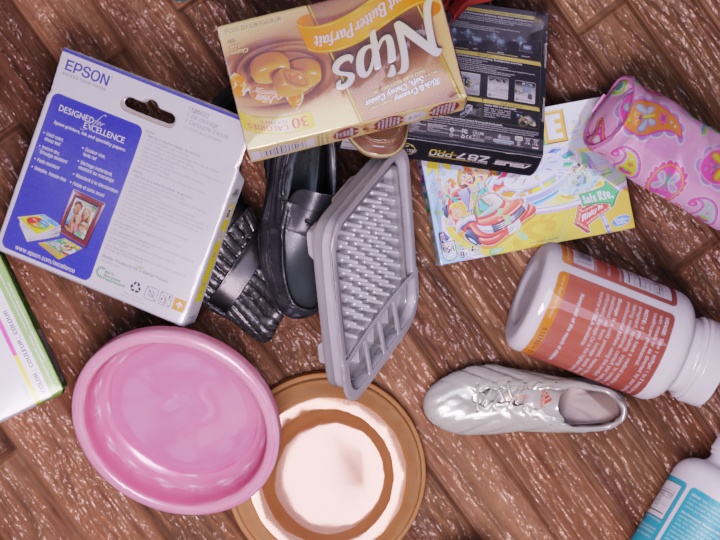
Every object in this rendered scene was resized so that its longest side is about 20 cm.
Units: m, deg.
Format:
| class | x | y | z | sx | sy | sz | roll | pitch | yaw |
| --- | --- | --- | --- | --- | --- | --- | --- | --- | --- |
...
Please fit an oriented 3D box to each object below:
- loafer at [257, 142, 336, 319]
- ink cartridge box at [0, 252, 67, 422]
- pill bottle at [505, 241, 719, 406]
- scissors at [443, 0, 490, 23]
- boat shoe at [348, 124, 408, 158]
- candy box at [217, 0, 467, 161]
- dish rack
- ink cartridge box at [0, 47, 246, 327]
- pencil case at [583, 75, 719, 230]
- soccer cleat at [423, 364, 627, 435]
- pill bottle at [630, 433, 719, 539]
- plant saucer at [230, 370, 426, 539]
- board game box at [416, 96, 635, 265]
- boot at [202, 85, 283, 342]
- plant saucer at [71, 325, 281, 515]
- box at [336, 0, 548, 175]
| class | x | y | z | sx | sy | sz | roll | pitch | yaw |
| --- | --- | --- | --- | --- | --- | --- | --- | --- | --- |
| loafer | -0.053 | -0.057 | 1.488 | 0.068 | 0.070 | 0.202 | 7 | 78 | -38 |
| ink cartridge box | -0.396 | 0.090 | 1.511 | 0.199 | 0.076 | 0.148 | -26 | 92 | -7 |
| pill bottle | 0.250 | 0.057 | 1.564 | 0.199 | 0.112 | 0.113 | 22 | 88 | -6 |
| scissors | 0.073 | -0.242 | 1.535 | 0.073 | 0.014 | 0.200 | 29 | 51 | 11 |
| boat shoe | 0.010 | -0.201 | 1.485 | 0.072 | 0.068 | 0.201 | -1 | 66 | -7 |
| candy box | -0.016 | -0.178 | 1.422 | 0.199 | 0.055 | 0.116 | -14 | 83 | -3 |
| dish rack | 0.000 | 0.000 | 1.497 | 0.043 | 0.172 | 0.201 | 12 | 127 | 23 |
| ink cartridge box | -0.213 | -0.077 | 1.488 | 0.197 | 0.047 | 0.201 | 22 | 95 | 9 |
| pencil case | 0.314 | -0.108 | 1.568 | 0.199 | 0.087 | 0.088 | 27 | 87 | -19 |
| soccer cleat | 0.162 | 0.128 | 1.571 | 0.199 | 0.078 | 0.070 | 1 | 90 | -6 |
| pill bottle | 0.329 | 0.261 | 1.572 | 0.111 | 0.111 | 0.200 | 33 | 87 | -5 |
| plant saucer | -0.033 | 0.198 | 1.570 | 0.199 | 0.037 | 0.201 | 0 | 89 | -7 |
| board game box | 0.160 | -0.089 | 1.593 | 0.199 | 0.034 | 0.135 | -11 | 91 | -6 |
| boot | -0.107 | -0.053 | 1.540 | 0.157 | 0.079 | 0.212 | 25 | 98 | 1 |
| plant saucer | -0.169 | 0.135 | 1.514 | 0.199 | 0.051 | 0.201 | 5 | 117 | 9 |
| box | 0.078 | -0.183 | 1.550 | 0.199 | 0.049 | 0.162 | 6 | 68 | -6 |
